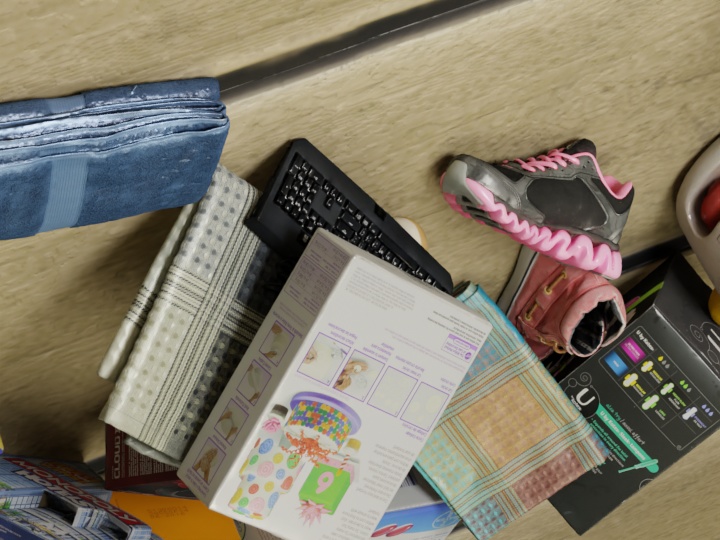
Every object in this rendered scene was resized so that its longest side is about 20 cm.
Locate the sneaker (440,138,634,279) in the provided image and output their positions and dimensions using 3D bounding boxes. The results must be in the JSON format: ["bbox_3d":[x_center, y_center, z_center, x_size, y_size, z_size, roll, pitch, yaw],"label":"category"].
[{"bbox_3d":[0.142,-0.064,1.577,0.199,0.079,0.096,22,92,-44],"label":"sneaker"}]

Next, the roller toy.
[{"bbox_3d":[0.367,-0.042,1.712,0.199,0.141,0.183,-28,151,4],"label":"roller toy"}]

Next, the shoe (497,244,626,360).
[{"bbox_3d":[0.168,0.044,1.736,0.071,0.092,0.201,-16,150,-18],"label":"shoe"}]

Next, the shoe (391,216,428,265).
[{"bbox_3d":[-0.036,0.024,1.549,0.199,0.070,0.053,-33,166,16],"label":"shoe"}]

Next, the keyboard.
[{"bbox_3d":[0.000,0.000,1.463,0.200,0.039,0.105,40,71,-38],"label":"keyboard"}]

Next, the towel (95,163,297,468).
[{"bbox_3d":[-0.085,0.052,1.448,0.192,0.034,0.202,33,76,-40],"label":"towel"}]

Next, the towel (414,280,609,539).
[{"bbox_3d":[0.098,0.122,1.737,0.146,0.200,0.022,-35,-166,15],"label":"towel"}]

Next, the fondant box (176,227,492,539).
[{"bbox_3d":[-0.017,0.090,1.423,0.144,0.058,0.201,27,95,-39],"label":"fondant box"}]

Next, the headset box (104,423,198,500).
[{"bbox_3d":[-0.097,0.137,1.606,0.148,0.076,0.199,13,162,-42],"label":"headset box"}]

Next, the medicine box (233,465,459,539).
[{"bbox_3d":[-0.027,0.231,1.854,0.181,0.103,0.201,-6,145,-33],"label":"medicine box"}]

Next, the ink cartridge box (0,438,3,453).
[{"bbox_3d":[-0.282,0.047,1.245,0.047,0.201,0.198,-26,152,2],"label":"ink cartridge box"}]

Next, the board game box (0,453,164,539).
[{"bbox_3d":[-0.236,0.194,1.579,0.199,0.199,0.062,9,102,-64],"label":"board game box"}]

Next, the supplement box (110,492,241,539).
[{"bbox_3d":[-0.207,0.276,1.822,0.125,0.074,0.200,-2,143,-37],"label":"supplement box"}]

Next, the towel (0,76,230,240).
[{"bbox_3d":[-0.183,-0.065,1.306,0.198,0.049,0.112,-12,149,-26],"label":"towel"}]

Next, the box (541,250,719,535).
[{"bbox_3d":[0.238,0.107,1.808,0.200,0.124,0.149,-42,-177,25],"label":"box"}]
